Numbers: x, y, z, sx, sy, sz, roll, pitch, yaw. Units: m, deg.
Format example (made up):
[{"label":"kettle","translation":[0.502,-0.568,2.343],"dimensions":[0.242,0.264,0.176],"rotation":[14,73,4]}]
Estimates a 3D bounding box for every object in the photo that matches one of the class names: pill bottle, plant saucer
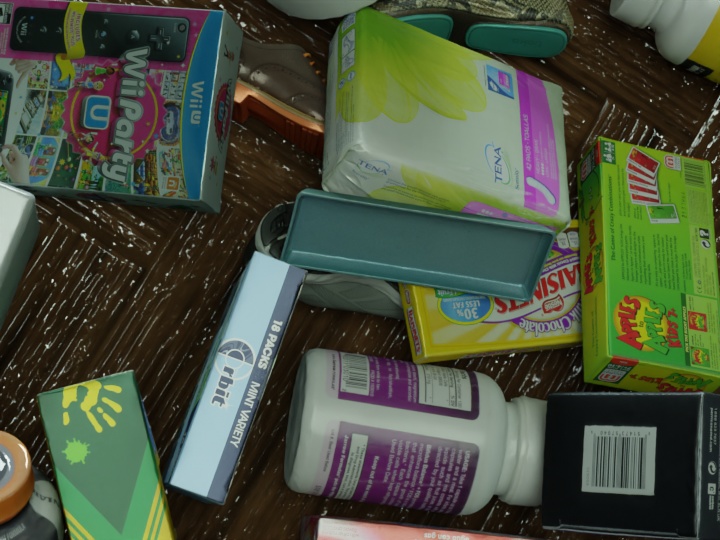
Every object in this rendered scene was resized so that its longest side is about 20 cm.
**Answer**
[{"label":"pill bottle","translation":[-0.260,0.204,1.190],"dimensions":[0.105,0.201,0.107],"rotation":[2,42,-2]},{"label":"plant saucer","translation":[0.042,-0.021,1.259],"dimensions":[0.198,0.070,0.019],"rotation":[8,38,-12]},{"label":"pill bottle","translation":[0.312,-0.207,1.386],"dimensions":[0.199,0.111,0.112],"rotation":[24,80,-5]},{"label":"pill bottle","translation":[0.046,0.128,1.300],"dimensions":[0.198,0.112,0.113],"rotation":[9,81,-8]}]

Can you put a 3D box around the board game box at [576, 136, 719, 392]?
[{"label":"board game box","translation":[0.229,-0.002,1.337],"dimensions":[0.101,0.048,0.201],"rotation":[11,58,-13]}]

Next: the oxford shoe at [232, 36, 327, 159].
[{"label":"oxford shoe","translation":[-0.045,-0.141,1.342],"dimensions":[0.199,0.071,0.073],"rotation":[24,76,-5]}]

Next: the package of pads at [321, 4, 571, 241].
[{"label":"package of pads","translation":[0.066,-0.101,1.305],"dimensions":[0.199,0.068,0.156],"rotation":[18,51,-21]}]

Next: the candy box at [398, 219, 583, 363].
[{"label":"candy box","translation":[0.122,0.014,1.335],"dimensions":[0.198,0.026,0.103],"rotation":[-5,78,-29]}]

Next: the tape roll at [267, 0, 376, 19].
[{"label":"tape roll","translation":[-0.024,-0.300,1.305],"dimensions":[0.201,0.071,0.204],"rotation":[-16,60,29]}]

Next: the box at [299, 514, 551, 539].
[{"label":"box","translation":[0.053,0.244,1.292],"dimensions":[0.198,0.103,0.096],"rotation":[7,82,-9]}]

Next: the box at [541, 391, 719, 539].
[{"label":"box","translation":[0.254,0.151,1.271],"dimensions":[0.199,0.147,0.105],"rotation":[11,79,-42]}]

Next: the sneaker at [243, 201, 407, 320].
[{"label":"sneaker","translation":[0.000,0.000,1.336],"dimensions":[0.199,0.079,0.075],"rotation":[16,62,-22]}]

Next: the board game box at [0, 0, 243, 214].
[{"label":"board game box","translation":[-0.199,-0.128,1.289],"dimensions":[0.198,0.064,0.149],"rotation":[5,83,10]}]

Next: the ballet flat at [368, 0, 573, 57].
[{"label":"ballet flat","translation":[0.076,-0.212,1.379],"dimensions":[0.198,0.068,0.076],"rotation":[-3,62,-14]}]

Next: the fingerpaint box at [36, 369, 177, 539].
[{"label":"fingerpaint box","translation":[-0.177,0.166,1.214],"dimensions":[0.073,0.200,0.168],"rotation":[-13,84,-10]}]

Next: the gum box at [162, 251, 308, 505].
[{"label":"gum box","translation":[-0.097,0.084,1.238],"dimensions":[0.044,0.200,0.171],"rotation":[21,81,-6]}]

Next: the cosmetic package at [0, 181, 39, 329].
[{"label":"cosmetic package","translation":[-0.345,0.018,1.224],"dimensions":[0.166,0.166,0.201],"rotation":[22,81,-6]}]
